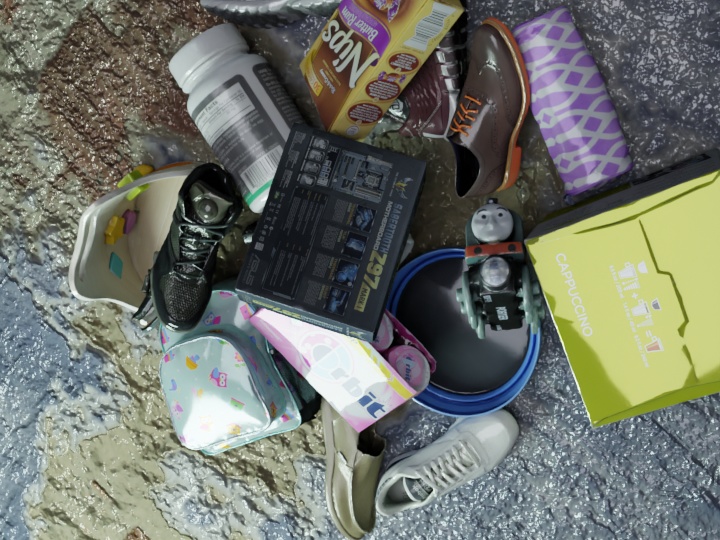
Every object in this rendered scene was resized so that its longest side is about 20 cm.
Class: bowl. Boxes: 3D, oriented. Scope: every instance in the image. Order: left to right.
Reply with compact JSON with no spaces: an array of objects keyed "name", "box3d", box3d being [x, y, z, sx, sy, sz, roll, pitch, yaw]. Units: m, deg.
[{"name":"bowl","box3d":[0.116,0.070,1.218,0.198,0.039,0.204,4,103,18]}]

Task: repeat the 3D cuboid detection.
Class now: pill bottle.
[{"name":"pill bottle","box3d":[-0.132,-0.180,1.212,0.112,0.113,0.201,-33,89,23]}]

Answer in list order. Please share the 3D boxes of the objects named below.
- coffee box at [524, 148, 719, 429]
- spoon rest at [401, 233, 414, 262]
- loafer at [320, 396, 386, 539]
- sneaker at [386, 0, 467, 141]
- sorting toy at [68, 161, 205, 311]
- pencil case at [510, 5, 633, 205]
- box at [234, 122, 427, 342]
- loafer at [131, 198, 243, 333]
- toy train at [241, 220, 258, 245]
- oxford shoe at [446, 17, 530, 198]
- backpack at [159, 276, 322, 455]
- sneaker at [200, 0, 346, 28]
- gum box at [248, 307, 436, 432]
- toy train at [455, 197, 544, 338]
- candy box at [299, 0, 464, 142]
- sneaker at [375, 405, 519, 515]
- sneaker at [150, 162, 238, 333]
[{"name":"coffee box","box3d":[0.301,0.013,1.050,0.198,0.198,0.202,-20,95,20]},{"name":"spoon rest","box3d":[0.000,0.000,1.220,0.200,0.060,0.100,-41,63,43]},{"name":"loafer","box3d":[-0.004,0.238,1.279,0.067,0.076,0.203,-4,101,27]},{"name":"sneaker","box3d":[0.059,-0.242,1.152,0.114,0.076,0.203,1,103,23]},{"name":"sorting toy","box3d":[-0.290,-0.043,1.263,0.106,0.180,0.202,23,108,13]},{"name":"pencil case","box3d":[0.222,-0.178,1.101,0.083,0.086,0.202,-21,94,6]},{"name":"box","box3d":[-0.029,-0.042,1.108,0.156,0.051,0.202,16,75,6]},{"name":"loafer","box3d":[-0.225,-0.020,1.265,0.063,0.072,0.201,39,77,-21]},{"name":"toy train","box3d":[-0.051,-0.058,1.248,0.197,0.046,0.035,-9,113,22]},{"name":"oxford shoe","box3d":[0.131,-0.166,1.099,0.071,0.072,0.202,35,140,45]},{"name":"backpack","box3d":[-0.159,0.113,1.271,0.174,0.153,0.203,-20,87,27]},{"name":"sneaker","box3d":[-0.091,-0.333,1.197,0.197,0.075,0.083,-3,86,14]},{"name":"gum box","box3d":[-0.018,0.085,1.193,0.200,0.066,0.113,46,131,-7]},{"name":"toy train","box3d":[0.144,0.002,1.075,0.084,0.200,0.116,-6,73,11]},{"name":"candy box","box3d":[0.017,-0.251,1.123,0.200,0.056,0.118,-51,47,36]},{"name":"sneaker","box3d":[0.104,0.235,1.238,0.199,0.080,0.077,-37,87,21]},{"name":"sneaker","box3d":[-0.192,-0.032,1.183,0.075,0.114,0.202,17,78,-9]}]
